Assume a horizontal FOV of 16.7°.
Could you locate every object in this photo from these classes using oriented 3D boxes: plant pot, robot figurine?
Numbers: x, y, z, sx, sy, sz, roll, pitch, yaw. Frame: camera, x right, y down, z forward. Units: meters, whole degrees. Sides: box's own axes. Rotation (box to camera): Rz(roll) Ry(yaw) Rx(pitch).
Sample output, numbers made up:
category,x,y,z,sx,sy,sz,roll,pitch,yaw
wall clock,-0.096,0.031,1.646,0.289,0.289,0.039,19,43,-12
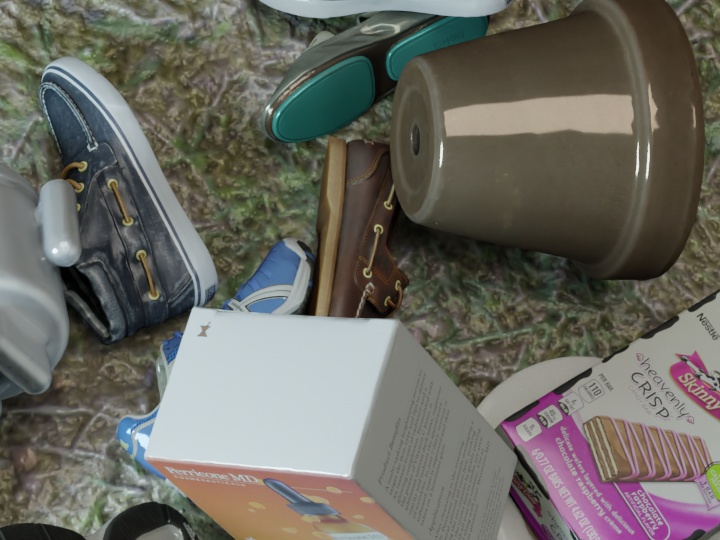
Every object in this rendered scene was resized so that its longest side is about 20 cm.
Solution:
category,x,y,z,sx,sy,sz,roll,pitch,yaw
plant pot,0.116,-0.092,1.669,0.174,0.200,0.201,0,69,-16
robot figurine,-0.252,0.005,1.588,0.169,0.113,0.201,-29,45,11

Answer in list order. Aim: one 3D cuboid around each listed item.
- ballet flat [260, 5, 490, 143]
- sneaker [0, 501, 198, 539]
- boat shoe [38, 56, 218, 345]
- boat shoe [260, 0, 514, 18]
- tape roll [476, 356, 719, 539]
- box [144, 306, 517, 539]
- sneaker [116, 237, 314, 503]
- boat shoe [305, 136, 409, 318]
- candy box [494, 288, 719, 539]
category,x,y,z,sx,sy,sz,roll,pitch,yaw
ballet flat,0.002,-0.153,1.759,0.199,0.068,0.064,-29,50,-21
sneaker,-0.197,0.210,1.523,0.200,0.115,0.076,-7,61,-50
boat shoe,-0.182,-0.049,1.659,0.091,0.071,0.201,-26,77,-29
boat shoe,0.012,-0.223,1.735,0.199,0.070,0.071,6,40,22
tape roll,0.154,0.159,1.674,0.202,0.037,0.204,4,69,-11
box,-0.015,0.117,1.541,0.152,0.200,0.107,3,63,30
sneaker,-0.092,0.054,1.641,0.077,0.076,0.201,27,61,1
boat shoe,0.000,0.000,1.685,0.070,0.070,0.201,11,67,-6
candy box,0.201,0.118,1.647,0.199,0.061,0.137,-30,77,-21
